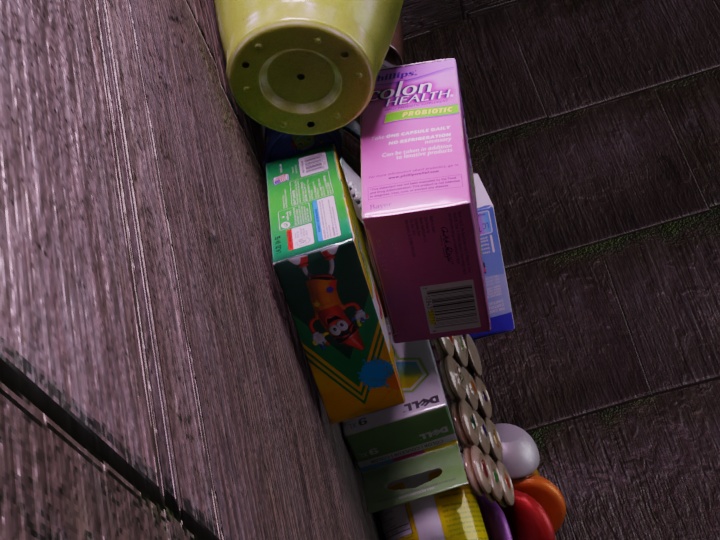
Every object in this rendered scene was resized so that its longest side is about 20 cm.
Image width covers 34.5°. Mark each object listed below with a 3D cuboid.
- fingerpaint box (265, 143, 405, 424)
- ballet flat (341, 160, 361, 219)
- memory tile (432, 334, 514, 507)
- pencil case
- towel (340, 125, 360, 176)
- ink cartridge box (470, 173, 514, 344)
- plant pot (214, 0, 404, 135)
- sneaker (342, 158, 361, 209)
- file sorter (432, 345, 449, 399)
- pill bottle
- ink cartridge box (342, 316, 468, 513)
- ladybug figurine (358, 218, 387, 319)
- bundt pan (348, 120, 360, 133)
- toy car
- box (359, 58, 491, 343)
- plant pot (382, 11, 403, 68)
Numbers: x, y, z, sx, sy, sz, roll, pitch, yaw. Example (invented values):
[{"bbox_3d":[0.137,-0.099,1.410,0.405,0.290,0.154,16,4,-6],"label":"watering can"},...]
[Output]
[{"bbox_3d":[-0.026,0.007,1.026,0.200,0.073,0.167,-102,175,-60],"label":"fingerpaint box"},{"bbox_3d":[-0.039,-0.076,1.358,0.069,0.069,0.201,58,11,-79],"label":"ballet flat"},{"bbox_3d":[0.121,0.149,1.235,0.153,0.017,0.201,42,31,-62],"label":"memory tile"},{"bbox_3d":[-0.067,-0.163,1.167,0.200,0.078,0.087,-103,-179,-49],"label":"pencil case"},{"bbox_3d":[0.008,-0.084,1.509,0.147,0.022,0.200,37,-34,25],"label":"towel"},{"bbox_3d":[0.139,-0.004,1.459,0.137,0.076,0.201,-98,174,-68],"label":"ink cartridge box"},{"bbox_3d":[-0.050,-0.233,1.057,0.201,0.200,0.193,70,17,-47],"label":"plant pot"},{"bbox_3d":[-0.015,-0.082,1.429,0.200,0.076,0.081,47,-1,10],"label":"sneaker"},{"bbox_3d":[0.046,0.072,1.423,0.200,0.138,0.126,-99,175,-68],"label":"file sorter"},{"bbox_3d":[0.073,0.256,1.201,0.104,0.104,0.201,65,9,-70],"label":"pill bottle"},{"bbox_3d":[0.033,0.134,1.154,0.200,0.103,0.059,-102,174,-50],"label":"ink cartridge box"},{"bbox_3d":[0.000,0.000,1.239,0.200,0.072,0.136,46,3,-39],"label":"ladybug figurine"},{"bbox_3d":[-0.017,-0.138,1.669,0.202,0.076,0.203,159,-90,-83],"label":"bundt pan"},{"bbox_3d":[0.143,0.286,1.316,0.150,0.199,0.176,39,-43,53],"label":"toy car"},{"bbox_3d":[0.061,-0.066,1.101,0.176,0.096,0.200,75,10,-46],"label":"box"},{"bbox_3d":[-0.024,-0.290,1.372,0.187,0.186,0.200,70,-3,-50],"label":"plant pot"}]
